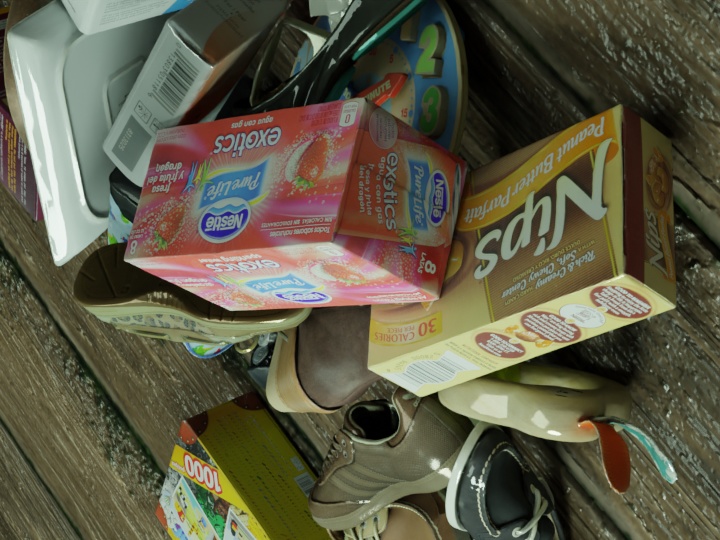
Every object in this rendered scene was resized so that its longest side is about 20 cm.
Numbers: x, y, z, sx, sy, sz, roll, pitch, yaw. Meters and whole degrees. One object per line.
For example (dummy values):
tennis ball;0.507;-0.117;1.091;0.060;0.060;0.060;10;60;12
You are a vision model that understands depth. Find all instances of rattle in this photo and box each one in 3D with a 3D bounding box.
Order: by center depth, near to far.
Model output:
rattle;0.132;0.045;1.154;0.144;0.129;0.200;-68;16;-1

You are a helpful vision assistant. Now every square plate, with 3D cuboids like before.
square plate;-0.188;-0.133;1.444;0.028;0.200;0.200;11;124;28

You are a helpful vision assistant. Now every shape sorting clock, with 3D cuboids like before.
shape sorting clock;0.003;-0.107;1.269;0.199;0.039;0.202;-20;64;48

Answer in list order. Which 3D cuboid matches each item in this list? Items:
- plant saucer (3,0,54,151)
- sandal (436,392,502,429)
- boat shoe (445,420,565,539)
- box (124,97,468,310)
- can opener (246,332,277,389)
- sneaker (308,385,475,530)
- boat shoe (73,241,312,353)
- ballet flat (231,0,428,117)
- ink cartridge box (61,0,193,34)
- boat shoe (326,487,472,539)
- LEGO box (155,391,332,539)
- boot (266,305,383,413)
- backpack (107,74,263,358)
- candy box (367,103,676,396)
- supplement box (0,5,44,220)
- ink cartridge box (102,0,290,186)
plant saucer;-0.206;-0.175;1.466;0.036;0.200;0.202;11;120;27
sandal;0.054;0.072;1.325;0.080;0.057;0.203;-12;93;56
boat shoe;0.104;0.171;1.257;0.060;0.074;0.201;24;152;27
box;-0.043;-0.036;1.166;0.199;0.102;0.095;-3;67;45
can opener;-0.024;0.059;1.450;0.200;0.078;0.064;-22;51;54
sneaker;0.011;0.125;1.319;0.076;0.070;0.200;49;142;-8
boat shoe;-0.111;0.018;1.330;0.199;0.074;0.063;6;151;32
ballet flat;-0.018;-0.152;1.214;0.068;0.068;0.200;42;114;-1
ink cartridge box;-0.135;-0.276;1.329;0.085;0.144;0.200;58;146;16
boat shoe;0.026;0.197;1.385;0.076;0.073;0.200;67;164;-3
LEGO box;-0.085;0.231;1.605;0.200;0.077;0.149;51;143;26
boot;0.000;0.000;1.317;0.166;0.072;0.202;-24;54;48
backpack;-0.126;-0.027;1.450;0.154;0.163;0.200;45;145;5
candy box;0.095;-0.008;1.124;0.199;0.055;0.116;-22;53;38
supplement box;-0.296;-0.147;1.670;0.200;0.110;0.086;44;141;33
ink cartridge box;-0.078;-0.158;1.277;0.050;0.200;0.162;47;144;5
